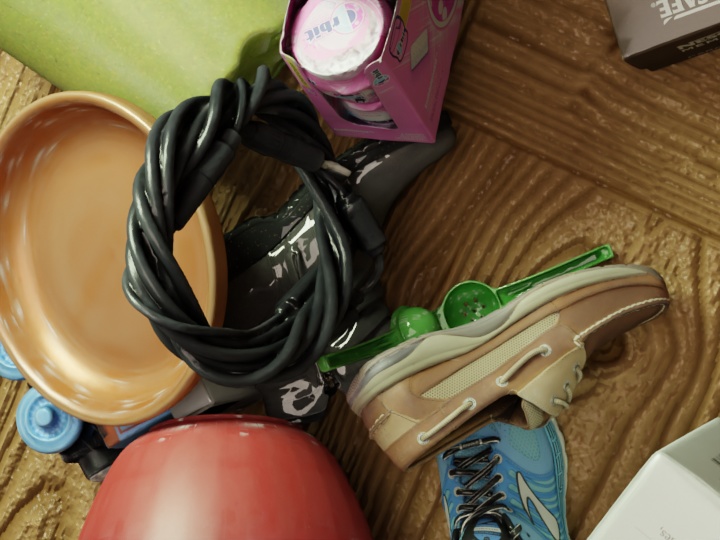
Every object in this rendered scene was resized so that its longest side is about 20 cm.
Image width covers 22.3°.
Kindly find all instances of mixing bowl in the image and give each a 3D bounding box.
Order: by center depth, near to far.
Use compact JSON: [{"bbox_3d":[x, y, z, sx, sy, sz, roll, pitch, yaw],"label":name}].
[{"bbox_3d":[-0.082,0.150,1.103,0.200,0.200,0.109,-9,70,20],"label":"mixing bowl"}]

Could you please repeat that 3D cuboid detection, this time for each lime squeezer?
[{"bbox_3d":[0.054,0.032,1.090,0.200,0.071,0.038,-20,100,-23],"label":"lime squeezer"}]

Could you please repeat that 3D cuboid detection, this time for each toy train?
[{"bbox_3d":[-0.182,0.034,1.186,0.114,0.087,0.200,-29,79,9],"label":"toy train"}]

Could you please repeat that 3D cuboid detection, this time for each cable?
[{"bbox_3d":[-0.058,-0.024,1.003,0.051,0.200,0.163,-8,105,37],"label":"cable"}]

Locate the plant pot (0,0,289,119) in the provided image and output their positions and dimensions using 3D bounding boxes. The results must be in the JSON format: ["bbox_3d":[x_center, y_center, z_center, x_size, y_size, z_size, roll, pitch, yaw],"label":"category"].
[{"bbox_3d":[-0.137,-0.171,1.123,0.184,0.200,0.200,42,104,3],"label":"plant pot"}]

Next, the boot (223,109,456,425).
[{"bbox_3d":[0.000,0.000,1.131,0.200,0.070,0.132,-34,95,7],"label":"boot"}]

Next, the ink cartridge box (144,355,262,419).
[{"bbox_3d":[-0.125,-0.002,1.154,0.037,0.095,0.200,-28,81,21],"label":"ink cartridge box"}]

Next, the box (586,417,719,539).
[{"bbox_3d":[0.216,0.195,0.976,0.200,0.199,0.131,39,103,15],"label":"box"}]

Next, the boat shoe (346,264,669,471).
[{"bbox_3d":[0.093,0.059,1.058,0.200,0.076,0.072,-23,70,-9],"label":"boat shoe"}]

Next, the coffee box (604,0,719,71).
[{"bbox_3d":[0.182,-0.228,1.048,0.114,0.080,0.200,-19,84,20],"label":"coffee box"}]

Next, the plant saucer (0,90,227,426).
[{"bbox_3d":[-0.151,-0.008,1.087,0.200,0.037,0.200,10,106,36],"label":"plant saucer"}]

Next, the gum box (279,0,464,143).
[{"bbox_3d":[0.016,-0.178,1.060,0.066,0.114,0.200,6,73,19],"label":"gum box"}]

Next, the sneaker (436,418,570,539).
[{"bbox_3d":[0.085,0.142,1.081,0.078,0.090,0.200,-23,79,19],"label":"sneaker"}]
